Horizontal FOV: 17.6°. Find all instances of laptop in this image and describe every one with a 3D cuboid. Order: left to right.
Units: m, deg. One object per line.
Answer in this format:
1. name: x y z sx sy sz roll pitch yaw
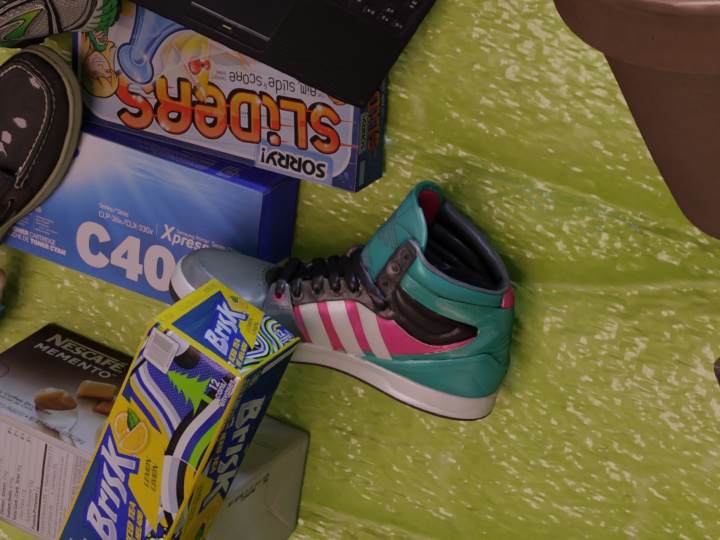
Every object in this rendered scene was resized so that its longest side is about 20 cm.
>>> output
1. laptop: 0.004 -0.172 1.178 0.200 0.177 0.103 -55 36 17

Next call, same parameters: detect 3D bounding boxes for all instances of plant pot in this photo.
1. plant pot: 0.195 -0.112 1.115 0.200 0.200 0.175 8 133 28

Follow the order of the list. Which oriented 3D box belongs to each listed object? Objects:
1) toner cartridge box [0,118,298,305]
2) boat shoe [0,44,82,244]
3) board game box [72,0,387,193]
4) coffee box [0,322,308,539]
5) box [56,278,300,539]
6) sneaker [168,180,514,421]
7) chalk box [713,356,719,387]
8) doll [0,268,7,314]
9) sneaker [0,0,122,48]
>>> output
1. toner cartridge box: -0.136 -0.039 1.416 0.200 0.043 0.095 19 117 24
2. boat shoe: -0.236 -0.051 1.403 0.072 0.066 0.201 46 126 8
3. board game box: -0.077 -0.134 1.345 0.200 0.034 0.136 15 117 26
4. coffee box: -0.149 0.119 1.447 0.200 0.114 0.080 22 119 23
5. box: -0.109 0.107 1.305 0.064 0.070 0.200 34 121 13
6. sneaker: 0.000 0.000 1.307 0.200 0.084 0.121 19 120 -3
7. chalk box: 0.281 0.107 1.176 0.124 0.124 0.200 -12 104 33
8. doll: -0.282 0.003 1.518 0.136 0.048 0.200 -2 108 33
9. sneaker: -0.200 -0.162 1.336 0.200 0.085 0.078 -18 86 56
